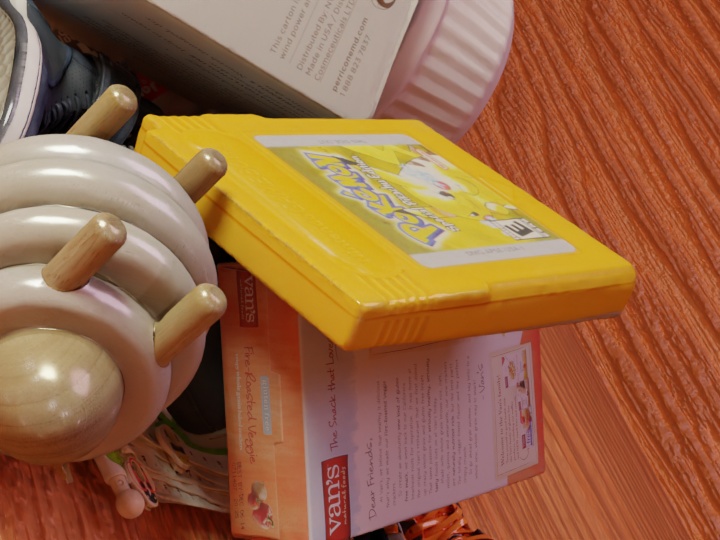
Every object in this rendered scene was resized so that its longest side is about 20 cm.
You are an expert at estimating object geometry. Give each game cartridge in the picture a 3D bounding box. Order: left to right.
[{"bbox_3d":[0.012,-0.027,0.707,0.200,0.033,0.176,-3,33,-47],"label":"game cartridge"}]

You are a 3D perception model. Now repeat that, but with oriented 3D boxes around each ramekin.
[{"bbox_3d":[0.011,-0.152,0.953,0.094,0.202,0.203,25,29,-36],"label":"ramekin"}]

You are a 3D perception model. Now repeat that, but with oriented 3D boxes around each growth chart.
[{"bbox_3d":[-0.109,0.069,0.763,0.145,0.018,0.200,57,10,19],"label":"growth chart"}]

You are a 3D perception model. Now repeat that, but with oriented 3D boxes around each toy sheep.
[{"bbox_3d":[-0.120,0.002,0.609,0.138,0.138,0.200,50,21,-30],"label":"toy sheep"}]

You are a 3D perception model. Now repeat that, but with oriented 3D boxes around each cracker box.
[{"bbox_3d":[0.017,0.054,0.755,0.200,0.058,0.135,-6,95,-50],"label":"cracker box"}]

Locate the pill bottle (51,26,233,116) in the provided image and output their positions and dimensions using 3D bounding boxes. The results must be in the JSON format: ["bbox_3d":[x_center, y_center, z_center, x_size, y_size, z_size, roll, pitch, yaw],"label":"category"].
[{"bbox_3d":[-0.154,-0.173,1.005,0.200,0.111,0.111,50,13,-32],"label":"pill bottle"}]

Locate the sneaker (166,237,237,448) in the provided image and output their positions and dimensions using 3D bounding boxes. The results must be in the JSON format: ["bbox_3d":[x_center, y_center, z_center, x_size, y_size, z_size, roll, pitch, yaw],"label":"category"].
[{"bbox_3d":[-0.053,-0.017,0.758,0.106,0.075,0.200,61,41,-39],"label":"sneaker"}]

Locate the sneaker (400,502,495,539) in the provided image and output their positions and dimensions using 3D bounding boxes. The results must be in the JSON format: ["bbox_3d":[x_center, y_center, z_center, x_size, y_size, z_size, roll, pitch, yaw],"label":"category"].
[{"bbox_3d":[0.049,0.144,0.894,0.112,0.077,0.201,31,-38,61],"label":"sneaker"}]

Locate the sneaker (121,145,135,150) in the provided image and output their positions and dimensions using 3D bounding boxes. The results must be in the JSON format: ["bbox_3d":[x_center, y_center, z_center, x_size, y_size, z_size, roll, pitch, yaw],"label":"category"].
[{"bbox_3d":[-0.110,-0.007,0.782,0.094,0.070,0.200,54,13,8],"label":"sneaker"}]

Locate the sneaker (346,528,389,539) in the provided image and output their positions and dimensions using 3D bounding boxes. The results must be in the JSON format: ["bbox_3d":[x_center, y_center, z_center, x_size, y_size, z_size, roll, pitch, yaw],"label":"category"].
[{"bbox_3d":[0.021,0.200,0.708,0.081,0.115,0.200,36,23,-59],"label":"sneaker"}]

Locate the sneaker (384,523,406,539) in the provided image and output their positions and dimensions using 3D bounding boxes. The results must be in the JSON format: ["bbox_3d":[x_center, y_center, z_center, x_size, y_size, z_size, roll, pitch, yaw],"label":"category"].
[{"bbox_3d":[-0.024,0.125,0.863,0.077,0.078,0.200,64,2,-62],"label":"sneaker"}]

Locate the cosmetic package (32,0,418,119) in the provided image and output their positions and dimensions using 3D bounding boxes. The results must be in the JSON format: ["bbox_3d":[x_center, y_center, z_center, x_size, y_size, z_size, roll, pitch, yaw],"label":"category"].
[{"bbox_3d":[-0.078,-0.196,0.860,0.166,0.168,0.200,27,-6,-35],"label":"cosmetic package"}]

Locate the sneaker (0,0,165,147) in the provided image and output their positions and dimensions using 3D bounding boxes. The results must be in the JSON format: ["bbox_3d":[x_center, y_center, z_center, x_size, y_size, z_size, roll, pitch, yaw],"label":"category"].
[{"bbox_3d":[-0.160,-0.072,0.787,0.146,0.077,0.203,47,14,-32],"label":"sneaker"}]
